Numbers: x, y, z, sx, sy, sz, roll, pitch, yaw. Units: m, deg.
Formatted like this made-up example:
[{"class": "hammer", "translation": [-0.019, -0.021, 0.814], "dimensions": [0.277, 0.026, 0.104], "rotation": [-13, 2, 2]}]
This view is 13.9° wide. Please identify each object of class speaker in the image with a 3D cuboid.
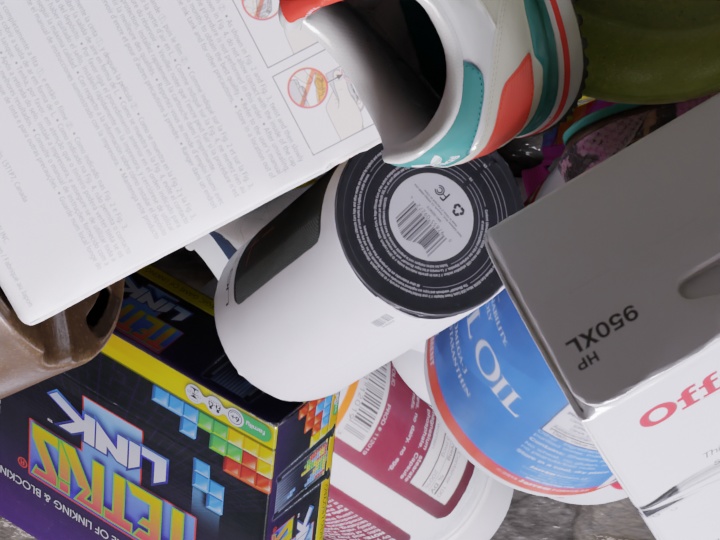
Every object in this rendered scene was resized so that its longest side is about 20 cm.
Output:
[{"class": "speaker", "translation": [0.000, 0.000, 1.226], "dimensions": [0.081, 0.082, 0.200], "rotation": [10, 166, -14]}]

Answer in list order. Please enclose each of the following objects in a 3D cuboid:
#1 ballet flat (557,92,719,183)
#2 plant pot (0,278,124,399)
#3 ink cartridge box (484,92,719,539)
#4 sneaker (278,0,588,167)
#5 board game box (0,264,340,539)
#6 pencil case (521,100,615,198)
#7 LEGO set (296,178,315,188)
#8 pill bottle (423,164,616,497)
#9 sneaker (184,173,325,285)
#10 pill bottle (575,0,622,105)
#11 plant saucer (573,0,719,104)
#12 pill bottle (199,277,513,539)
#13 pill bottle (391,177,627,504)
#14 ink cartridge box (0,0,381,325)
[{"class": "ballet flat", "translation": [0.165, -0.056, 1.084], "dimensions": [0.199, 0.071, 0.069], "rotation": [-26, 174, -21]}, {"class": "plant pot", "translation": [-0.224, -0.003, 1.315], "dimensions": [0.197, 0.202, 0.200], "rotation": [-17, 150, 23]}, {"class": "ink cartridge box", "translation": [0.145, 0.023, 1.030], "dimensions": [0.144, 0.084, 0.200], "rotation": [-31, 148, 3]}, {"class": "sneaker", "translation": [0.004, -0.127, 0.987], "dimensions": [0.070, 0.201, 0.093], "rotation": [-18, -172, 41]}, {"class": "board game box", "translation": [-0.109, 0.079, 1.437], "dimensions": [0.199, 0.057, 0.166], "rotation": [28, 133, 25]}, {"class": "pencil case", "translation": [0.139, -0.078, 1.224], "dimensions": [0.088, 0.089, 0.200], "rotation": [10, 152, -14]}, {"class": "LEGO set", "translation": [-0.079, -0.077, 1.178], "dimensions": [0.199, 0.116, 0.154], "rotation": [14, 137, -14]}, {"class": "pill bottle", "translation": [0.107, 0.009, 1.189], "dimensions": [0.111, 0.113, 0.200], "rotation": [10, 153, -16]}, {"class": "sneaker", "translation": [-0.048, -0.046, 1.347], "dimensions": [0.080, 0.077, 0.200], "rotation": [-16, 155, 13]}, {"class": "pill bottle", "translation": [0.114, -0.134, 1.075], "dimensions": [0.111, 0.112, 0.199], "rotation": [24, 147, -38]}, {"class": "plant saucer", "translation": [0.088, -0.156, 0.991], "dimensions": [0.199, 0.201, 0.031], "rotation": [-20, -174, 41]}, {"class": "pill bottle", "translation": [-0.007, 0.081, 1.546], "dimensions": [0.114, 0.115, 0.200], "rotation": [-12, 151, 29]}, {"class": "pill bottle", "translation": [0.079, 0.025, 1.410], "dimensions": [0.119, 0.120, 0.200], "rotation": [-10, 152, 25]}, {"class": "ink cartridge box", "translation": [-0.075, -0.095, 1.085], "dimensions": [0.199, 0.162, 0.050], "rotation": [-28, -164, 0]}]
